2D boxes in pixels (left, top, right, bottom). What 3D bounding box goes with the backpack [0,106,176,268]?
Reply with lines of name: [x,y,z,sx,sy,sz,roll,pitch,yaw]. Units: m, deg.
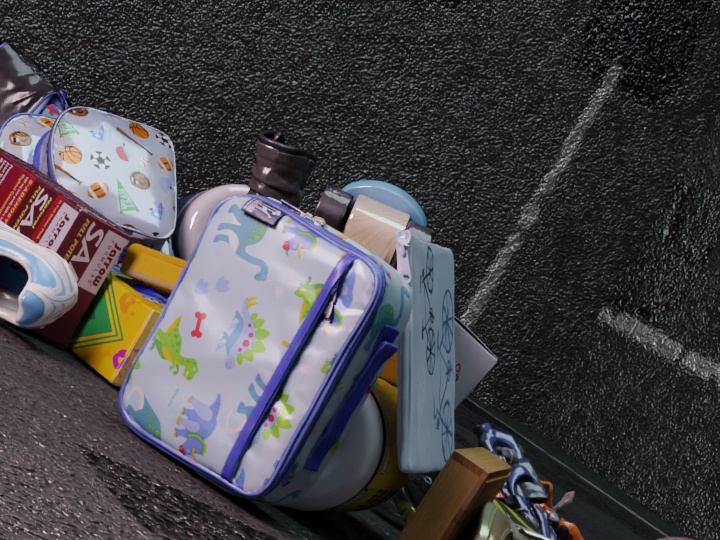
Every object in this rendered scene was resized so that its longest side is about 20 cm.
backpack: [-0.264,-0.058,1.877,0.190,0.154,0.200,12,43,-21]

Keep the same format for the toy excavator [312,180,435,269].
toy excavator: [0.000,0.000,1.755,0.100,0.195,0.200,23,23,2]

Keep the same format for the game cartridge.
game cartridge: [-0.073,0.038,1.668,0.200,0.032,0.176,16,-9,40]

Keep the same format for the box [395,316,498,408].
box: [0.010,0.097,1.894,0.097,0.177,0.200,42,-2,-21]

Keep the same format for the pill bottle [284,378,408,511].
pill bottle: [-0.017,0.133,1.591,0.112,0.113,0.200,31,2,16]

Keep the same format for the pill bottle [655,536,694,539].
pill bottle: [0.288,0.304,1.858,0.119,0.120,0.200,31,1,13]

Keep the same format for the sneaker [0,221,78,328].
sneaker: [-0.312,-0.015,1.585,0.200,0.072,0.072,25,19,24]

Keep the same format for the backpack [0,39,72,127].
backpack: [-0.359,-0.113,2.050,0.134,0.183,0.200,39,-8,13]

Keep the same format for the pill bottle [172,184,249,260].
pill bottle: [-0.152,-0.019,1.992,0.116,0.116,0.200,30,-15,-20]

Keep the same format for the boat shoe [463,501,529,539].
boat shoe: [0.114,0.235,1.651,0.065,0.072,0.200,30,-4,10]

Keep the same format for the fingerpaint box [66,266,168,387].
fingerpaint box: [-0.160,0.066,1.721,0.200,0.073,0.167,29,2,-41]

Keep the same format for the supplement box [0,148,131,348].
supplement box: [-0.283,-0.026,1.695,0.061,0.109,0.200,30,1,-42]

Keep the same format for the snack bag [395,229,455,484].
snack bag: [0.048,0.071,1.577,0.021,0.189,0.200,0,-4,12]

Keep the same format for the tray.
tray: [0.075,0.194,1.638,0.037,0.099,0.200,33,2,11]

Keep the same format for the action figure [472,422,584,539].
action figure: [0.162,0.259,2.013,0.193,0.105,0.200,22,31,-32]

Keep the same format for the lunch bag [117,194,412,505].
lunch bag: [-0.066,0.056,1.445,0.161,0.200,0.082,32,3,27]

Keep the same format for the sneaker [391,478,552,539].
sneaker: [0.101,0.229,1.797,0.200,0.075,0.085,40,-4,1]

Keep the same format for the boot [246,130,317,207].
boot: [-0.070,-0.042,1.724,0.070,0.132,0.200,21,-6,4]
